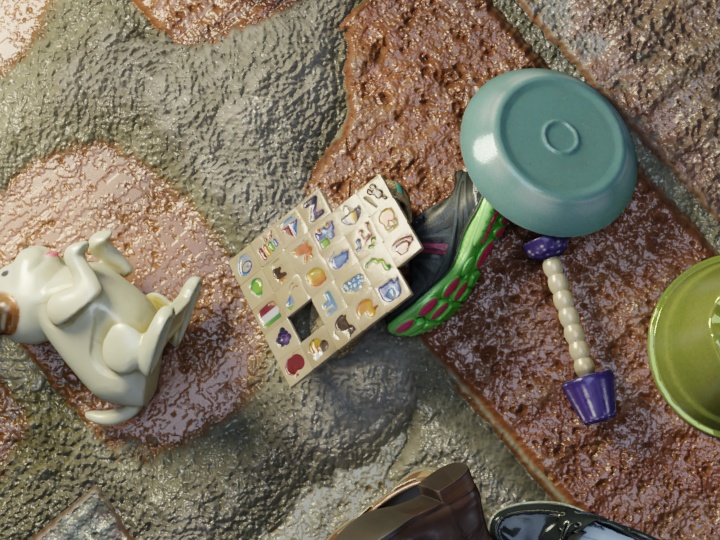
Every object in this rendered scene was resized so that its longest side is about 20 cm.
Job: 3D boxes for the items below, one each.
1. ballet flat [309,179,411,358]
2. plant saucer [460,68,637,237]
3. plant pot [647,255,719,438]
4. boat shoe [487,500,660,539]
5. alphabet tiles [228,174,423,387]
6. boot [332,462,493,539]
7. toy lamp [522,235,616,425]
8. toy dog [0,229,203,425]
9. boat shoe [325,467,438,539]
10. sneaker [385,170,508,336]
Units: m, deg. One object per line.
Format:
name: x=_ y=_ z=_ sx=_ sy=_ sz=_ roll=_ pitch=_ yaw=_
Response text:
ballet flat: x=0.000 y=0.000 z=1.656 sx=0.070 sy=0.065 sz=0.200 roll=18 pitch=93 yaw=-12
plant saucer: x=0.205 y=-0.133 z=1.660 sx=0.200 sy=0.036 sz=0.200 roll=6 pitch=66 yaw=-14
plant pot: x=0.400 y=0.067 z=1.587 sx=0.200 sy=0.184 sz=0.201 roll=0 pitch=81 yaw=2
boat shoe: x=0.229 y=0.283 z=1.620 sx=0.199 sy=0.066 sz=0.075 roll=19 pitch=83 yaw=5
alphabet tiles: x=-0.032 y=-0.002 z=1.641 sx=0.200 sy=0.008 sz=0.167 roll=-38 pitch=61 yaw=18
boot: x=0.073 y=0.319 z=1.581 sx=0.186 sy=0.064 sz=0.200 roll=-29 pitch=110 yaw=-17
toy lamp: x=0.221 y=0.062 z=1.660 sx=0.058 sy=0.058 sz=0.200 roll=-16 pitch=79 yaw=0
toy dog: x=-0.290 y=0.047 z=1.655 sx=0.200 sy=0.140 sz=0.194 roll=25 pitch=120 yaw=4
boat shoe: x=0.015 y=0.277 z=1.627 sx=0.076 sy=0.072 sz=0.200 roll=43 pitch=85 yaw=7
sneaker: x=0.084 y=-0.018 z=1.677 sx=0.084 sy=0.077 sz=0.200 roll=30 pitch=83 yaw=28
